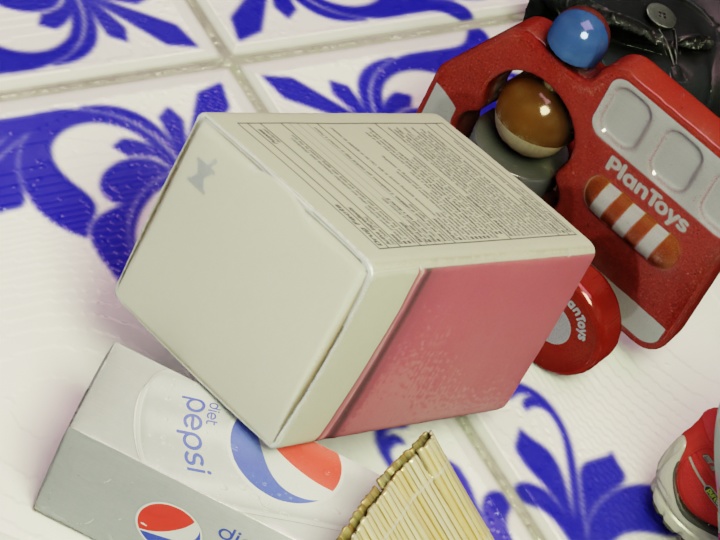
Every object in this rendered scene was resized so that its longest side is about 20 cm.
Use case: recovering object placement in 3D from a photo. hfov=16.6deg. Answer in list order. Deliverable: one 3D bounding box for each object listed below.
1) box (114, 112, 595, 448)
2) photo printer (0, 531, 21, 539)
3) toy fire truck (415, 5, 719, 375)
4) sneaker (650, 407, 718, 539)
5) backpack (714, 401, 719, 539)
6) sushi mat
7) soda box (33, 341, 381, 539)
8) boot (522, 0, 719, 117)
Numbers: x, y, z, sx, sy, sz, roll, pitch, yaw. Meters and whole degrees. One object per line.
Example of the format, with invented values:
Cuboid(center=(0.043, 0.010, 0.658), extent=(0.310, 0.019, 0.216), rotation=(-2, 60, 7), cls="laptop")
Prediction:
Cuboid(center=(0.000, 0.000, 1.223), extent=(0.128, 0.109, 0.199), rotation=(42, 26, 28), cls="box")
Cuboid(center=(-0.210, 0.186, 1.015), extent=(0.165, 0.070, 0.201), rotation=(22, 43, -8), cls="photo printer")
Cuboid(center=(0.124, -0.056, 1.345), extent=(0.200, 0.168, 0.112), rotation=(44, 45, 15), cls="toy fire truck")
Cuboid(center=(0.253, 0.128, 1.295), extent=(0.199, 0.085, 0.077), rotation=(18, 34, -12), cls="sneaker")
Cuboid(center=(0.261, 0.122, 1.192), extent=(0.174, 0.153, 0.202), rotation=(-5, 89, -4), cls="backpack")
Cuboid(center=(0.058, 0.177, 1.131), extent=(0.201, 0.012, 0.096), rotation=(59, 42, -17), cls="sushi mat")
Cuboid(center=(-0.048, 0.117, 1.167), extent=(0.199, 0.068, 0.064), rotation=(27, 43, -2), cls="soda box")
Cuboid(center=(0.175, -0.173, 1.549), extent=(0.167, 0.076, 0.201), rotation=(1, 56, -32), cls="boot")
